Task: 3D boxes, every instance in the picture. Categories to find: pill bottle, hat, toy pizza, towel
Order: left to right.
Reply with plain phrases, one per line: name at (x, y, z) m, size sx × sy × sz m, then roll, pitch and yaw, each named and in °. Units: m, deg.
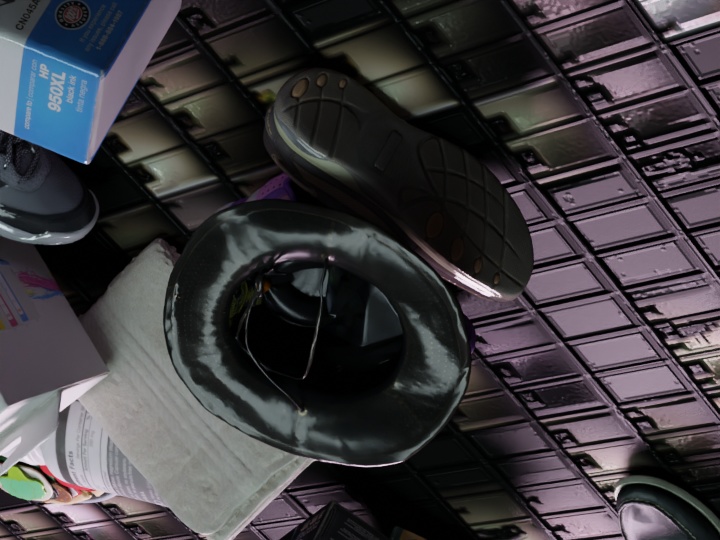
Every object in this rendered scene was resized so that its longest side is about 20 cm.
toy pizza at (-0.294, 0.146, 1.695) m, size 0.200 × 0.032 × 0.200 m, roll 15°, pitch 143°, yaw 12°
pill bottle at (-0.176, 0.118, 1.525) m, size 0.199 × 0.114 × 0.114 m, roll 11°, pitch 142°, yaw 18°
towel at (-0.124, 0.089, 1.426) m, size 0.133 × 0.034 × 0.200 m, roll -43°, pitch 82°, yaw 16°
hat at (-0.020, 0.028, 1.253) m, size 0.200 × 0.081 × 0.201 m, roll 7°, pitch 117°, yaw 15°

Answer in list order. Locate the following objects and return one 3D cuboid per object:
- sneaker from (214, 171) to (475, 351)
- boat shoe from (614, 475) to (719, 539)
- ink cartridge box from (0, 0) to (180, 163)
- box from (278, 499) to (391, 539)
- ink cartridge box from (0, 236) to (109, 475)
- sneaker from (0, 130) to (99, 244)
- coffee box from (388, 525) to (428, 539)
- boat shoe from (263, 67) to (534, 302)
sneaker at (0.000, 0.000, 1.317) m, size 0.200 × 0.081 × 0.088 m, roll 32°, pitch 128°, yaw -14°
boat shoe at (0.240, 0.233, 1.475) m, size 0.074 × 0.066 × 0.200 m, roll -2°, pitch 136°, yaw 32°
ink cartridge box at (-0.217, -0.171, 1.144) m, size 0.199 × 0.145 × 0.084 m, roll 22°, pitch 143°, yaw 2°
box at (0.006, 0.298, 1.600) m, size 0.200 × 0.086 × 0.164 m, roll 36°, pitch 143°, yaw -10°
ink cartridge box at (-0.289, 0.054, 1.401) m, size 0.128 × 0.125 × 0.200 m, roll -36°, pitch 82°, yaw 29°
sneaker at (-0.250, -0.098, 1.326) m, size 0.200 × 0.076 × 0.114 m, roll 37°, pitch 145°, yaw -13°
coffee box at (0.052, 0.299, 1.683) m, size 0.123 × 0.044 × 0.200 m, roll 26°, pitch 143°, yaw 0°
boat shoe at (0.023, -0.050, 1.250) m, size 0.200 × 0.075 × 0.073 m, roll 40°, pitch 153°, yaw -9°
